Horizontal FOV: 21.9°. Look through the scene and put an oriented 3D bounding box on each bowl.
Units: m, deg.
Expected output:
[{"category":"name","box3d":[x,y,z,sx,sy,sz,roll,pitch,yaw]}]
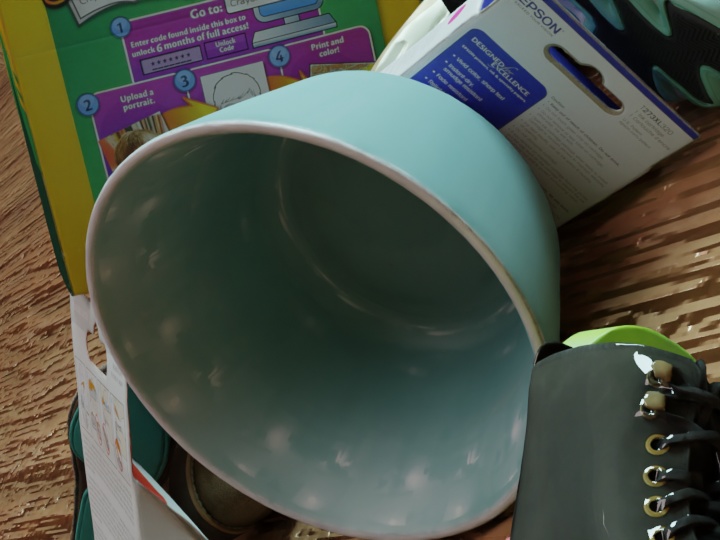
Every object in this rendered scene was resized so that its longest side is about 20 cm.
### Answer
[{"category":"bowl","box3d":[0.000,0.000,0.752,0.201,0.201,0.105,-44,8,44]}]

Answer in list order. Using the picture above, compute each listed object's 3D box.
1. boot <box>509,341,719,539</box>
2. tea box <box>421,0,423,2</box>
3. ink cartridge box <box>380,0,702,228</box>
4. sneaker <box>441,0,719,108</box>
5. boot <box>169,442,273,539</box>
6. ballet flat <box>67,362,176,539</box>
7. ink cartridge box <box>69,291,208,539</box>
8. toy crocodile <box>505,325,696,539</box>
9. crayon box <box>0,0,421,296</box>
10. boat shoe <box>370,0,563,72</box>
[{"category":"boot","box3d":[0.092,0.078,0.482,0.200,0.077,0.139,-7,67,53]},{"category":"tea box","box3d":[-0.046,-0.143,1.007,0.201,0.196,0.134,-60,19,7]},{"category":"ink cartridge box","box3d":[0.050,-0.054,0.782,0.200,0.095,0.037,-33,21,53]},{"category":"sneaker","box3d":[0.125,-0.147,0.755,0.140,0.078,0.200,-46,38,-12]},{"category":"boot","box3d":[-0.049,0.043,0.989,0.075,0.073,0.201,-32,42,36]},{"category":"ballet flat","box3d":[-0.130,0.100,1.057,0.200,0.068,0.067,111,-176,-46]},{"category":"ink cartridge box","box3d":[-0.099,0.112,0.899,0.162,0.050,0.201,-159,66,-71]},{"category":"toy crocodile","box3d":[0.060,0.115,0.595,0.201,0.062,0.067,-65,19,-2]},{"category":"crayon box","box3d":[-0.068,-0.099,0.907,0.058,0.199,0.173,-141,38,-71]},{"category":"boat shoe","box3d":[0.076,-0.125,0.867,0.200,0.065,0.072,-53,-20,-13]}]
